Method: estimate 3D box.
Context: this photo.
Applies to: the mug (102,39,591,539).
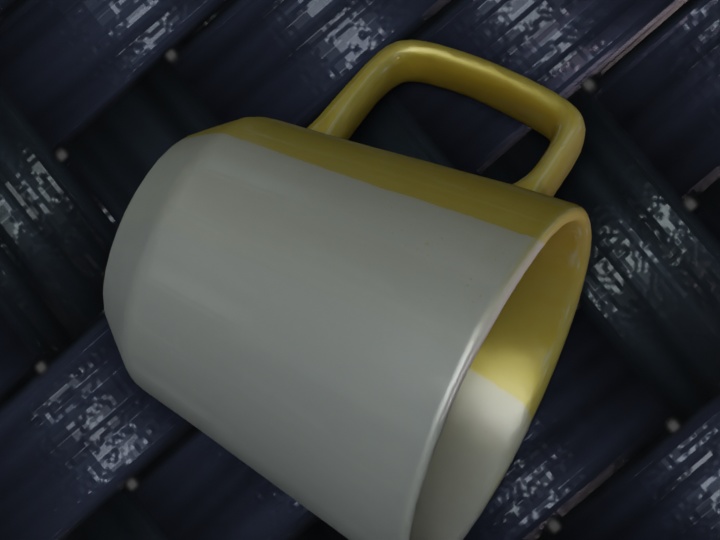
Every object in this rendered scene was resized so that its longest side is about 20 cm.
[{"bbox_3d":[-0.004,0.009,0.777,0.152,0.186,0.151,24,122,17],"label":"mug"}]
